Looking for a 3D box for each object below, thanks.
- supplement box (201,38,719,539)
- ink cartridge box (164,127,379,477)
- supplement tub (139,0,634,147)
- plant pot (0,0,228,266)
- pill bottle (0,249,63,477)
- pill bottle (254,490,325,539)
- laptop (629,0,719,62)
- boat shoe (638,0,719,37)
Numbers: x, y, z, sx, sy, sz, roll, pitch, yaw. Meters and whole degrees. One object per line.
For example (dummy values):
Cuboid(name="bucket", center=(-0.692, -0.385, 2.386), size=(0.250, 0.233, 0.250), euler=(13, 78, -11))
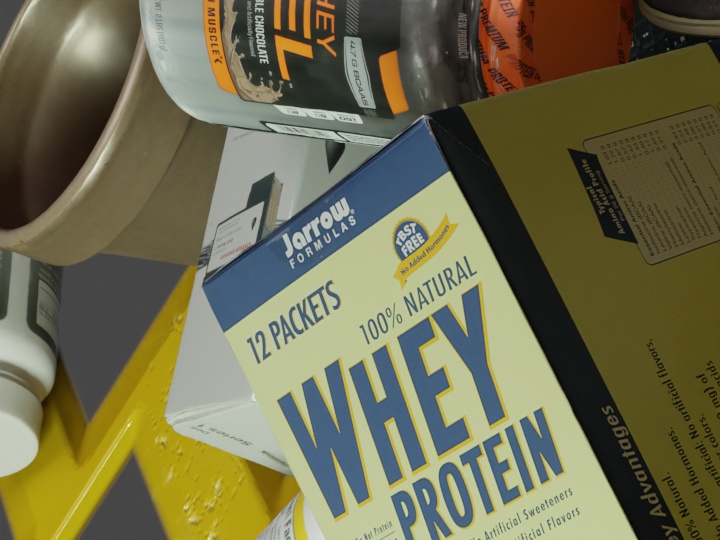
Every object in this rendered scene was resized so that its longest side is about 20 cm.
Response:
Cuboid(name="supplement box", center=(0.086, 0.042, 0.878), size=(0.134, 0.199, 0.201), euler=(-35, 78, 41))
Cuboid(name="ink cartridge box", center=(0.000, 0.000, 1.162), size=(0.084, 0.145, 0.202), euler=(-15, 58, 52))
Cuboid(name="supplement tub", center=(0.011, -0.115, 1.029), size=(0.199, 0.122, 0.123), euler=(9, 77, 35))
Cuboid(name="plant pot", center=(-0.103, -0.078, 1.342), size=(0.200, 0.174, 0.201), euler=(-34, 44, 41))
Cuboid(name="pill bottle", center=(-0.257, 0.030, 1.569), size=(0.114, 0.113, 0.201), euler=(-36, 42, 40))
Cuboid(name="pill bottle", center=(-0.003, 0.159, 1.093), size=(0.200, 0.114, 0.115), euler=(-47, 36, 29))
Cuboid(name="laptop", center=(0.125, -0.088, 1.062), size=(0.177, 0.103, 0.201), euler=(-32, 58, 43))
Cuboid(name="boat shoe", center=(0.201, -0.149, 0.959), size=(0.199, 0.065, 0.074), euler=(-12, 48, 23))
